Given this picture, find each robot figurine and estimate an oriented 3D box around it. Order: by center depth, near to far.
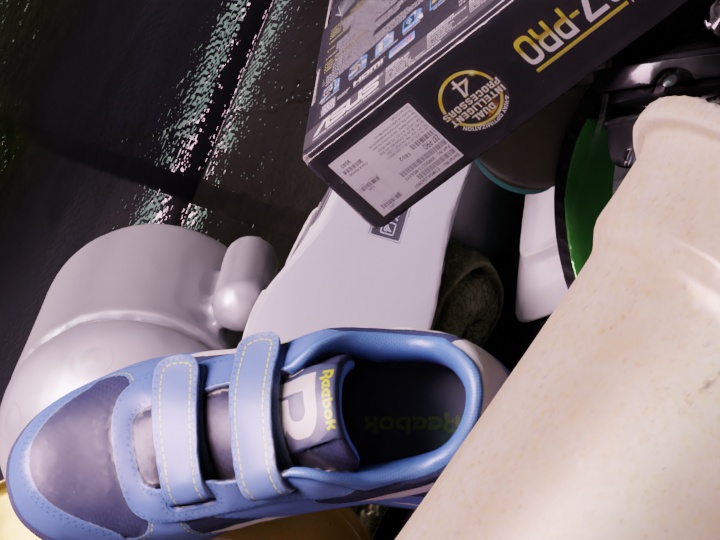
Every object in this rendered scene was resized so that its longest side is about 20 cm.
[{"bbox_3d":[-0.094,0.054,0.965,0.170,0.113,0.200,-50,13,22],"label":"robot figurine"}]

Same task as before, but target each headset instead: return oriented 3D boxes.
[{"bbox_3d":[0.118,-0.034,0.776,0.200,0.093,0.124,-54,51,50],"label":"headset"}]

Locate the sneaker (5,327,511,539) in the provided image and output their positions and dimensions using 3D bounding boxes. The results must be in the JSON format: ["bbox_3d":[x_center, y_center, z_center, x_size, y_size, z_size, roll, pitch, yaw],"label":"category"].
[{"bbox_3d":[-0.035,0.057,0.799,0.082,0.198,0.075,69,-168,-75],"label":"sneaker"}]

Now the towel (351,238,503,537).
[{"bbox_3d":[-0.013,0.064,1.006,0.201,0.036,0.148,-63,29,8],"label":"towel"}]

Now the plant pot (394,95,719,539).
[{"bbox_3d":[0.092,0.087,0.606,0.184,0.201,0.200,-46,30,-5],"label":"plant pot"}]

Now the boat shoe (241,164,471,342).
[{"bbox_3d":[0.000,0.000,0.924,0.068,0.071,0.201,105,-177,-67],"label":"boat shoe"}]

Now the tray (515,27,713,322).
[{"bbox_3d":[0.126,-0.053,0.878,0.199,0.022,0.108,-24,51,50],"label":"tray"}]

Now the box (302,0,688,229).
[{"bbox_3d":[0.067,-0.125,0.828,0.200,0.049,0.162,-37,27,26],"label":"box"}]

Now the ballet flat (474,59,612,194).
[{"bbox_3d":[0.079,-0.117,0.913,0.201,0.067,0.064,-76,8,-46],"label":"ballet flat"}]

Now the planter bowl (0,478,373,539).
[{"bbox_3d":[-0.085,0.166,0.883,0.200,0.199,0.084,-45,35,32],"label":"planter bowl"}]
